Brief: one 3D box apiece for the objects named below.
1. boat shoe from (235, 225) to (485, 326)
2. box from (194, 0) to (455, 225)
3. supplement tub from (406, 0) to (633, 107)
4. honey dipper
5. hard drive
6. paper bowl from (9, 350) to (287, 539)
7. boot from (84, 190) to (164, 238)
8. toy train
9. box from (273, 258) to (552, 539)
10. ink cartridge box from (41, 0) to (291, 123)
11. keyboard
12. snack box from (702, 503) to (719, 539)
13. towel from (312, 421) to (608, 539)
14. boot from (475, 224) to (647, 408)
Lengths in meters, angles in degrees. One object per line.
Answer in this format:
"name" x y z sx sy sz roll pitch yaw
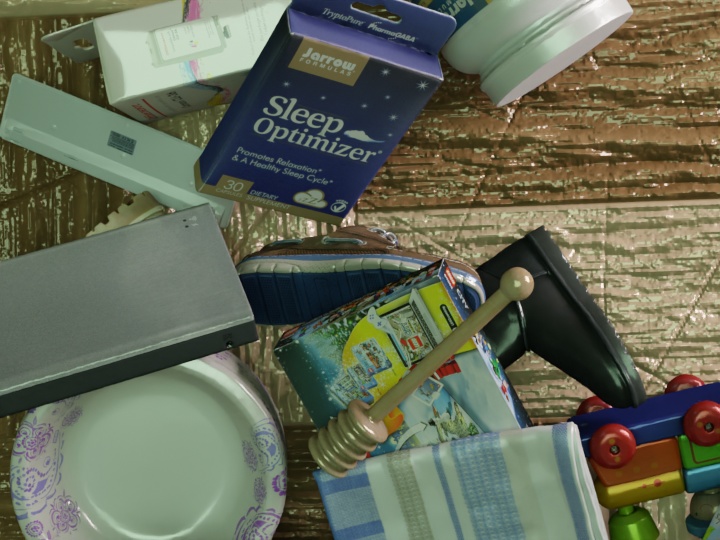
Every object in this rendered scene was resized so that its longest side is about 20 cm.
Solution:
"boat shoe" 0.000 0.000 1.078 0.199 0.072 0.072 5 128 16
"box" -0.026 -0.116 1.031 0.121 0.200 0.032 13 45 -25
"supplement tub" 0.095 -0.238 1.059 0.144 0.145 0.200 -34 87 2
"honey dipper" 0.044 0.069 0.982 0.200 0.038 0.038 -43 87 19
"hard drive" -0.186 0.027 1.019 0.199 0.140 0.033 -17 131 -9
"paper bowl" -0.154 0.143 1.074 0.200 0.104 0.201 0 100 -1
"boot" -0.209 0.042 1.108 0.200 0.075 0.107 -40 92 0
"toy train" 0.191 0.160 1.083 0.199 0.085 0.116 -14 102 3
"box" 0.045 0.109 1.036 0.136 0.038 0.200 -24 103 18
"ink cartridge box" -0.127 -0.162 1.084 0.199 0.116 0.068 -12 87 4
"keyboard" -0.190 -0.094 1.130 0.200 0.011 0.056 22 109 3
"snack box" 0.361 0.166 1.046 0.168 0.068 0.200 25 92 -20
"towel" 0.078 0.190 1.026 0.199 0.024 0.147 -12 106 15
"boot" 0.091 0.080 1.077 0.200 0.066 0.165 -30 60 -1
